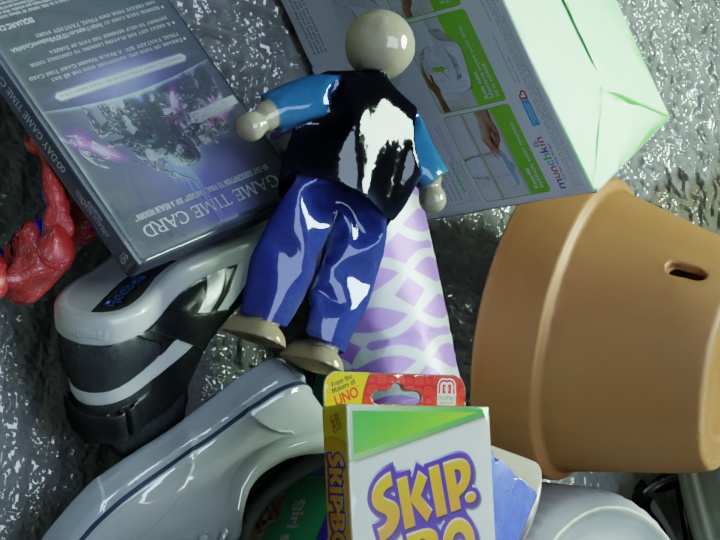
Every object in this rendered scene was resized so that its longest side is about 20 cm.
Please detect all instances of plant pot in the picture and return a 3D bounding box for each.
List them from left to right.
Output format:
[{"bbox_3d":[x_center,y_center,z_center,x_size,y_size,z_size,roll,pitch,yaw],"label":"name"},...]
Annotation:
[{"bbox_3d":[0.170,0.044,1.429,0.200,0.139,0.202,-41,137,-53],"label":"plant pot"}]

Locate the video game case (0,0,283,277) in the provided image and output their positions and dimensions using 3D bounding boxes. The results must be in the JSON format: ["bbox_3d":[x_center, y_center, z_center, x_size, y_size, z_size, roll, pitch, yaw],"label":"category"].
[{"bbox_3d":[-0.132,-0.099,1.247,0.143,0.019,0.201,-25,77,-49],"label":"video game case"}]

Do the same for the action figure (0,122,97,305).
[{"bbox_3d":[-0.164,-0.050,1.242,0.099,0.065,0.200,47,41,-1],"label":"action figure"}]

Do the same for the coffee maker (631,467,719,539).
[{"bbox_3d":[0.290,0.205,1.536,0.191,0.134,0.201,23,51,-39],"label":"coffee maker"}]

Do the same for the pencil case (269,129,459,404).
[{"bbox_3d":[0.000,0.000,1.317,0.084,0.085,0.202,-7,82,-51],"label":"pencil case"}]

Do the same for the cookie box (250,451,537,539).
[{"bbox_3d":[-0.019,0.178,1.257,0.075,0.199,0.172,41,60,-30],"label":"cookie box"}]

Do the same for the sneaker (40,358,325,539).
[{"bbox_3d":[-0.097,0.131,1.234,0.200,0.073,0.071,-40,68,-8],"label":"sneaker"}]

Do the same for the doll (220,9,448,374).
[{"bbox_3d":[-0.014,-0.051,1.246,0.136,0.048,0.201,25,77,-28],"label":"doll"}]

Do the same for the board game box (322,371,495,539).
[{"bbox_3d":[0.027,0.151,1.154,0.095,0.030,0.202,4,78,-37],"label":"board game box"}]

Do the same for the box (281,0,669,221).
[{"bbox_3d":[0.060,-0.141,1.383,0.097,0.176,0.201,-41,110,-37],"label":"box"}]

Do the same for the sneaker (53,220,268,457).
[{"bbox_3d":[-0.109,0.037,1.294,0.200,0.073,0.113,-37,134,-54],"label":"sneaker"}]

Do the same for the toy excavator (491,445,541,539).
[{"bbox_3d":[0.037,0.221,1.323,0.099,0.195,0.201,19,57,-10],"label":"toy excavator"}]

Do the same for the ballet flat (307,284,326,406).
[{"bbox_3d":[0.002,0.046,1.394,0.072,0.067,0.202,-5,84,-61],"label":"ballet flat"}]

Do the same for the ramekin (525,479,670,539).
[{"bbox_3d":[0.124,0.228,1.440,0.199,0.105,0.202,7,80,-41],"label":"ramekin"}]
